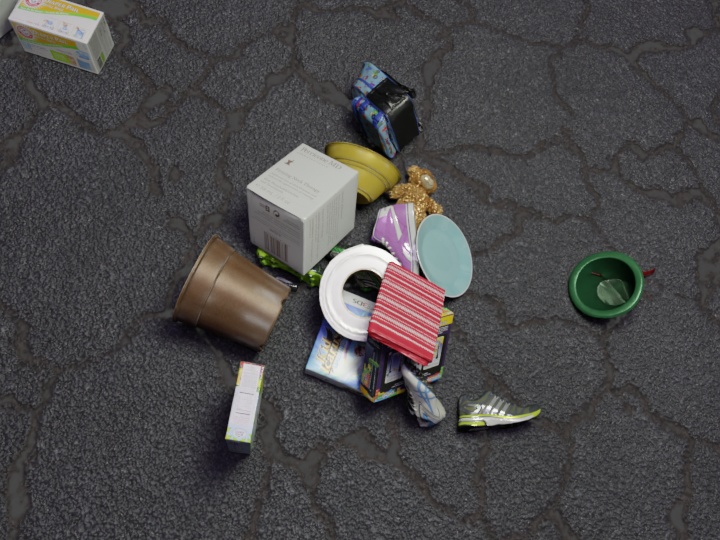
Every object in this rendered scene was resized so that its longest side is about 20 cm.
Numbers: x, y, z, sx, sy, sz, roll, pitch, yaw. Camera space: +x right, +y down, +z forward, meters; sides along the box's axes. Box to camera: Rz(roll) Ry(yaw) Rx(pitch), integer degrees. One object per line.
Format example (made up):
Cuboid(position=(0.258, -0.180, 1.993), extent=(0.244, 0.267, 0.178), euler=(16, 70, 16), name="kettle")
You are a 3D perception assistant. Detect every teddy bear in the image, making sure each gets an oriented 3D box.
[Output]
Cuboid(position=(0.134, -0.168, 1.494), extent=(0.145, 0.067, 0.200), euler=(42, 69, 5), name="teddy bear")

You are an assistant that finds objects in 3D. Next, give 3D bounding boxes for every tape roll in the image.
Cuboid(position=(0.008, 0.050, 1.308), extent=(0.197, 0.071, 0.208), euler=(0, 85, -1), name="tape roll")

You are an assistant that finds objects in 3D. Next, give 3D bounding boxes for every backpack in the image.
Cuboid(position=(0.046, -0.411, 1.518), extent=(0.134, 0.183, 0.200), euler=(-41, 65, -4), name="backpack")

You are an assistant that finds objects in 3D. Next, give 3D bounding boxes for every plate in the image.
Cuboid(position=(0.195, -0.034, 1.440), extent=(0.197, 0.025, 0.205), euler=(16, 66, -38), name="plate")

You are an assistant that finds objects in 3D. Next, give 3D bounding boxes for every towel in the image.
Cuboid(position=(0.095, 0.083, 1.213), extent=(0.142, 0.023, 0.202), euler=(28, 45, -8), name="towel")

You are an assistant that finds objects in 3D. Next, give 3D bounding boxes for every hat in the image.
Cuboid(position=(0.640, 0.057, 1.521), extent=(0.196, 0.175, 0.170), euler=(-9, 67, 28), name="hat")

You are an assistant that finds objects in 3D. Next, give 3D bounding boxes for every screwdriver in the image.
Cuboid(position=(-0.235, 0.007, 1.380), extent=(0.196, 0.029, 0.028), euler=(21, 66, -7), name="screwdriver")

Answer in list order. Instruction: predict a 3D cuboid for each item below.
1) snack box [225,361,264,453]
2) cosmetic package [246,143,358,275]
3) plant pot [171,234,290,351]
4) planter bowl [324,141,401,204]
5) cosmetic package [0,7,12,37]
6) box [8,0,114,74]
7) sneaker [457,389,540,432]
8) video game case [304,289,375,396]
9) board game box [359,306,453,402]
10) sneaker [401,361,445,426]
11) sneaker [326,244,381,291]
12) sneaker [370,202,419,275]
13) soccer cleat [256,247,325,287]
Cuboid(position=(-0.226, 0.275, 1.189), extent=(0.052, 0.201, 0.146), euler=(11, 67, -5), name="snack box")
Cuboid(position=(-0.127, -0.139, 1.344), extent=(0.165, 0.169, 0.200), euler=(28, 51, 20), name="cosmetic package")
Cuboid(position=(-0.263, 0.060, 1.278), extent=(0.195, 0.200, 0.204), euler=(27, 67, -6), name="plant pot")
Cuboid(position=(-0.008, -0.214, 1.425), extent=(0.196, 0.201, 0.085), euler=(22, 79, -1), name="planter bowl")
Cuboid(position=(-0.909, -0.689, 1.444), extent=(0.122, 0.201, 0.201), euler=(33, 67, 5), name="cosmetic package")
Cuboid(position=(-0.730, -0.585, 1.483), extent=(0.195, 0.113, 0.104), euler=(16, 66, -2), name="box")
Cuboid(position=(0.306, 0.305, 1.340), extent=(0.194, 0.074, 0.083), euler=(-2, 66, -12), name="sneaker")
Cuboid(position=(-0.009, 0.164, 1.354), extent=(0.177, 0.046, 0.204), euler=(20, 67, 0), name="video game case")
Cuboid(position=(0.098, 0.170, 1.277), extent=(0.196, 0.169, 0.056), euler=(-10, 28, -36), name="board game box")
Cuboid(position=(0.123, 0.266, 1.265), extent=(0.072, 0.202, 0.072), euler=(-33, 41, -4), name="sneaker")
Cuboid(position=(0.000, 0.000, 1.401), extent=(0.197, 0.078, 0.087), euler=(28, 104, 17), name="sneaker")
Cuboid(position=(0.083, -0.051, 1.432), extent=(0.111, 0.073, 0.206), euler=(-7, 91, 7), name="sneaker")
Cuboid(position=(-0.143, -0.024, 1.394), extent=(0.196, 0.068, 0.082), euler=(23, 61, 2), name="soccer cleat")
